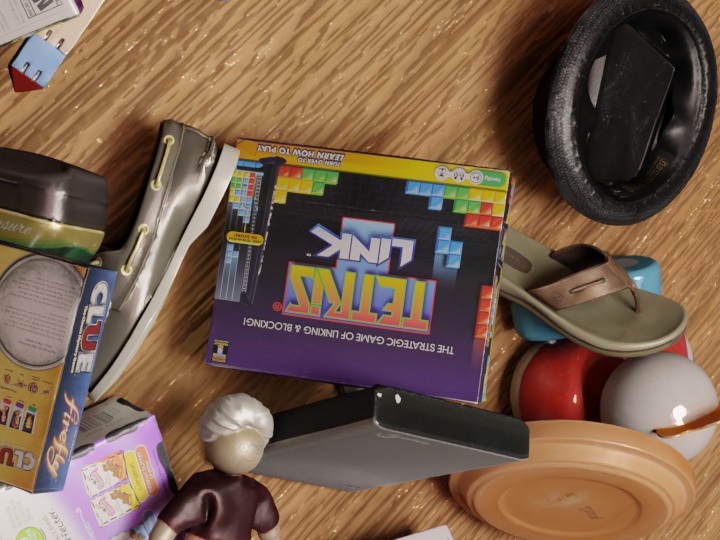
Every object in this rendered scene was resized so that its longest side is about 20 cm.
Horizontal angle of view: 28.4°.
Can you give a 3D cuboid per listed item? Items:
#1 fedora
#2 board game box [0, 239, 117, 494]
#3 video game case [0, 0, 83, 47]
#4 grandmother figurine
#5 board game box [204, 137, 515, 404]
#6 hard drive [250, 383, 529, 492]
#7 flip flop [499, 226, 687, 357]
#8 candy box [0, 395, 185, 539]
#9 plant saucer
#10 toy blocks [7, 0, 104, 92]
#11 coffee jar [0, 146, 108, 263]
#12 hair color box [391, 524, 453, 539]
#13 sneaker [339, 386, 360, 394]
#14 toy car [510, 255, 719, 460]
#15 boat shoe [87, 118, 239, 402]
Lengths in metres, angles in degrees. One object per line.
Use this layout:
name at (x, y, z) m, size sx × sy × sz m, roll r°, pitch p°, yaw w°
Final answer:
fedora at (0.204, -0.140, 1.181) m, size 0.200 × 0.092 × 0.201 m, roll -6°, pitch 101°, yaw -33°
board game box at (-0.254, 0.042, 0.856) m, size 0.035 × 0.200 × 0.136 m, roll 13°, pitch 91°, yaw -69°
video game case at (-0.284, -0.208, 0.823) m, size 0.181 × 0.036 × 0.200 m, roll -23°, pitch 107°, yaw 2°
grandmother figurine at (-0.096, 0.184, 0.981) m, size 0.121 × 0.060 × 0.200 m, roll 11°, pitch 87°, yaw -56°
board game box at (0.000, 0.000, 1.014) m, size 0.200 × 0.057 × 0.166 m, roll 7°, pitch 87°, yaw 10°
hard drive at (0.005, 0.125, 1.032) m, size 0.139 × 0.200 × 0.033 m, roll 17°, pitch 66°, yaw -34°
flip flop at (0.170, 0.004, 1.142) m, size 0.081 × 0.200 × 0.058 m, roll -53°, pitch 168°, yaw -45°
candy box at (-0.218, 0.205, 0.975) m, size 0.200 × 0.072 × 0.168 m, roll -24°, pitch 111°, yaw -29°
plant saucer at (0.171, 0.181, 1.158) m, size 0.200 × 0.200 × 0.032 m, roll 31°, pitch 51°, yaw -33°
toy blocks at (-0.232, -0.206, 0.890) m, size 0.200 × 0.100 × 0.137 m, roll 35°, pitch 87°, yaw -22°
coffee jar at (-0.231, 0.022, 0.914) m, size 0.085 × 0.104 × 0.200 m, roll 11°, pitch 93°, yaw -70°
hair color box at (-0.003, 0.281, 1.106) m, size 0.200 × 0.065 × 0.109 m, roll -9°, pitch 63°, yaw -33°
sneaker at (0.042, 0.038, 1.091) m, size 0.080 × 0.115 × 0.200 m, roll -8°, pitch 102°, yaw -31°
toy car at (0.245, 0.104, 1.186) m, size 0.177 × 0.200 × 0.185 m, roll -18°, pitch 108°, yaw -30°
boat shoe at (-0.155, -0.007, 0.984) m, size 0.060 × 0.072 × 0.202 m, roll 28°, pitch 90°, yaw -12°
